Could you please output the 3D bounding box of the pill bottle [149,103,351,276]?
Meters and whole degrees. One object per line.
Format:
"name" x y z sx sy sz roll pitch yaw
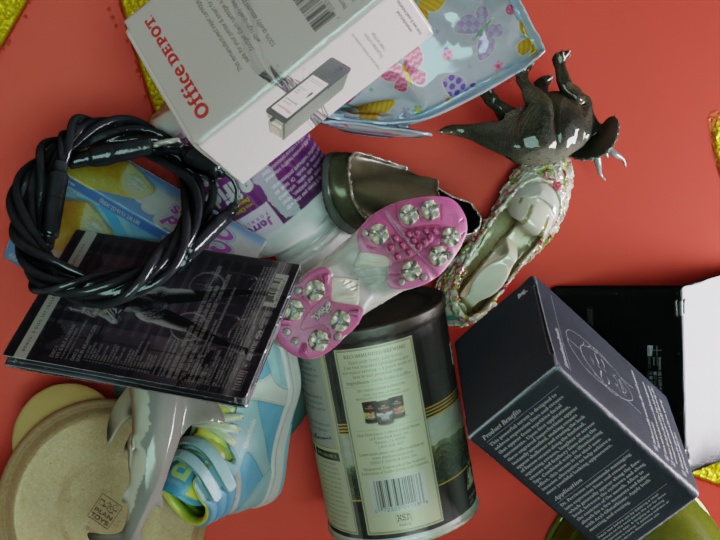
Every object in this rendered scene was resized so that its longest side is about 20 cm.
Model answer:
"pill bottle" -0.087 -0.084 1.278 0.112 0.112 0.201 -39 104 -3

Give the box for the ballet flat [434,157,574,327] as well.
"ballet flat" 0.144 -0.027 1.361 0.075 0.064 0.201 34 91 -13

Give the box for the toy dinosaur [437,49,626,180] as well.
"toy dinosaur" 0.166 -0.136 1.314 0.198 0.077 0.103 -11 71 -36

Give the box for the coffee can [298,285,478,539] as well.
"coffee can" 0.022 0.131 1.320 0.144 0.146 0.203 -12 102 -9

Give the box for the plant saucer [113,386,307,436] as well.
"plant saucer" -0.131 0.091 1.339 0.197 0.036 0.203 -2 101 -11

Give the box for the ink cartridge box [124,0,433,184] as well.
"ink cartridge box" -0.067 -0.192 1.141 0.199 0.084 0.146 -37 60 7

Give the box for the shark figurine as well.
"shark figurine" -0.156 0.138 1.175 0.088 0.128 0.218 8 76 -27

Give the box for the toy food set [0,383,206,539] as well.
"toy food set" -0.234 0.214 1.294 0.198 0.049 0.200 21 80 -18

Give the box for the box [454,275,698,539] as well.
"box" 0.192 0.132 1.307 0.107 0.149 0.200 -40 113 20

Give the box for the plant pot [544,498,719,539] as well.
"plant pot" 0.293 0.320 1.385 0.197 0.193 0.203 -2 100 -11

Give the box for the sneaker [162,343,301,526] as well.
"sneaker" -0.120 0.133 1.251 0.130 0.079 0.203 -22 121 -49

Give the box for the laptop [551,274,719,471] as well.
"laptop" 0.301 0.097 1.443 0.197 0.116 0.190 0 101 18

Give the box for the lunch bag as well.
"lunch bag" 0.038 -0.178 1.258 0.198 0.170 0.128 -27 99 -7

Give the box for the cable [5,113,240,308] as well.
"cable" -0.199 -0.052 1.150 0.163 0.051 0.200 37 53 8

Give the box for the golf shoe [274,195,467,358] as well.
"golf shoe" 0.000 0.000 1.226 0.199 0.091 0.076 -33 97 -17

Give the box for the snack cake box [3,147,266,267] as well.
"snack cake box" -0.194 -0.019 1.245 0.198 0.067 0.116 29 123 -1

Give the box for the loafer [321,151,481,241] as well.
"loafer" 0.039 -0.065 1.282 0.199 0.069 0.076 16 66 -51

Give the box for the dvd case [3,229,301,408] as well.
"dvd case" -0.161 0.035 1.137 0.197 0.150 0.016 9 135 12
